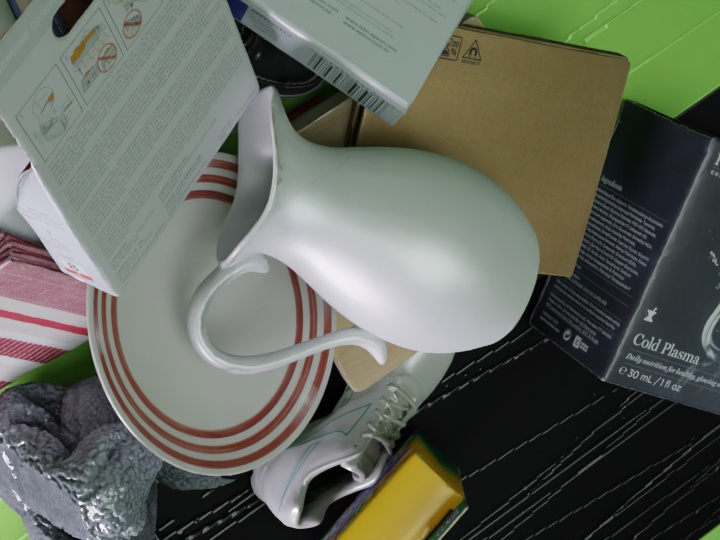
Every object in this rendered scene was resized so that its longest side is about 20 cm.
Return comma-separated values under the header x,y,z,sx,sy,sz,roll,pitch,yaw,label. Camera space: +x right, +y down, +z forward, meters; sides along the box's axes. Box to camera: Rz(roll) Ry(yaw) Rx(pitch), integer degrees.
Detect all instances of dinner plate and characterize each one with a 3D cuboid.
x,y,z,sx,sy,sz,roll,pitch,yaw,label
-0.093,0.027,0.864,0.198,0.024,0.204,7,80,-42,dinner plate

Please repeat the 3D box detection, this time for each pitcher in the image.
x,y,z,sx,sy,sz,roll,pitch,yaw,label
0.000,0.000,0.857,0.198,0.121,0.174,20,95,-21,pitcher

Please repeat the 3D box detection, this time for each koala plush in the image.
x,y,z,sx,sy,sz,roll,pitch,yaw,label
-0.141,0.114,0.943,0.199,0.183,0.179,-37,136,-29,koala plush

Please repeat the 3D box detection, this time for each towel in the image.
x,y,z,sx,sy,sz,roll,pitch,yaw,label
-0.241,0.041,0.847,0.198,0.023,0.144,-28,157,21,towel

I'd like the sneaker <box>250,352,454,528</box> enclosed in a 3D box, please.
x,y,z,sx,sy,sz,roll,pitch,yaw,label
0.007,0.120,1.041,0.200,0.080,0.070,-46,120,-3,sneaker

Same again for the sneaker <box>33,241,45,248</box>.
x,y,z,sx,sy,sz,roll,pitch,yaw,label
-0.172,-0.028,0.901,0.197,0.073,0.086,2,104,-29,sneaker

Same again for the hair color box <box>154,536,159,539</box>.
x,y,z,sx,sy,sz,roll,pitch,yaw,label
-0.222,0.273,1.010,0.199,0.060,0.101,-32,120,-10,hair color box

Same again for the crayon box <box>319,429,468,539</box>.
x,y,z,sx,sy,sz,roll,pitch,yaw,label
0.018,0.189,1.009,0.051,0.200,0.126,41,90,2,crayon box

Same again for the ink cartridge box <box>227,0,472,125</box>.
x,y,z,sx,sy,sz,roll,pitch,yaw,label
-0.010,-0.227,0.853,0.198,0.041,0.202,33,71,-8,ink cartridge box

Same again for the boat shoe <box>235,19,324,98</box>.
x,y,z,sx,sy,sz,roll,pitch,yaw,label
-0.095,-0.166,0.882,0.199,0.066,0.070,31,96,-31,boat shoe

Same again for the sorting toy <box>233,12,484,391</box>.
x,y,z,sx,sy,sz,roll,pitch,yaw,label
0.025,-0.053,0.982,0.199,0.070,0.200,-34,121,-9,sorting toy

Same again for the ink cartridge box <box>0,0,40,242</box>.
x,y,z,sx,sy,sz,roll,pitch,yaw,label
-0.281,-0.077,0.779,0.197,0.149,0.086,-15,144,-18,ink cartridge box

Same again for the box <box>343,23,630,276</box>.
x,y,z,sx,sy,sz,roll,pitch,yaw,label
0.082,-0.082,0.942,0.197,0.021,0.166,5,108,-26,box

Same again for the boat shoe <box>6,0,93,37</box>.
x,y,z,sx,sy,sz,roll,pitch,yaw,label
-0.140,-0.109,0.848,0.072,0.073,0.201,-27,137,0,boat shoe

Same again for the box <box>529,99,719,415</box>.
x,y,z,sx,sy,sz,roll,pitch,yaw,label
0.273,-0.002,1.087,0.198,0.124,0.199,16,102,-29,box

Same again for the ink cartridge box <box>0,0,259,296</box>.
x,y,z,sx,sy,sz,roll,pitch,yaw,label
-0.133,-0.103,0.725,0.163,0.050,0.201,-59,153,-22,ink cartridge box
